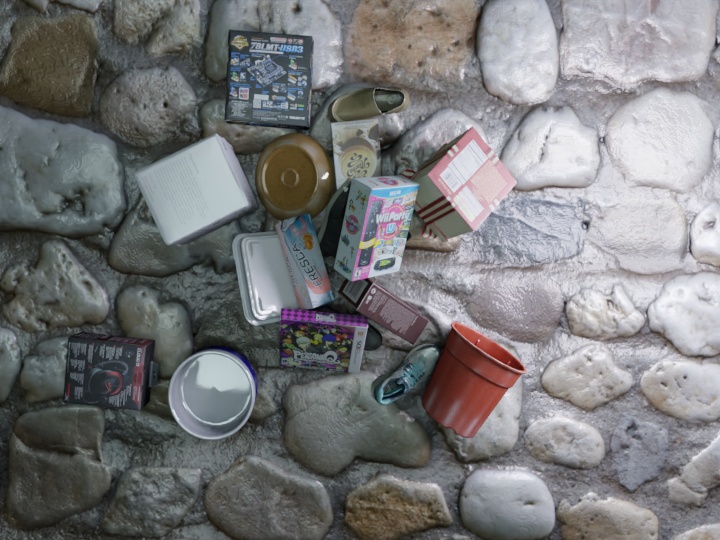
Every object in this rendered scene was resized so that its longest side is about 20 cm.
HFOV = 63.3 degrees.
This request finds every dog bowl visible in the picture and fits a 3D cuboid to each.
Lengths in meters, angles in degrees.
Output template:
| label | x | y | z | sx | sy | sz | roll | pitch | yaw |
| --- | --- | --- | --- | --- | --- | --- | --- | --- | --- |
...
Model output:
| label | x | y | z | sx | sy | sz | roll | pitch | yaw |
| --- | --- | --- | --- | --- | --- | --- | --- | --- | --- |
| dog bowl | -0.339 | 0.281 | 1.356 | 0.194 | 0.079 | 0.206 | 0 | 93 | -3 |

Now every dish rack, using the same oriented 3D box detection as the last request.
| label | x | y | z | sx | sy | sz | roll | pitch | yaw |
| --- | --- | --- | --- | --- | --- | --- | --- | --- | --- |
| dish rack | -0.192 | 0.010 | 1.308 | 0.169 | 0.043 | 0.206 | -7 | 85 | -43 |

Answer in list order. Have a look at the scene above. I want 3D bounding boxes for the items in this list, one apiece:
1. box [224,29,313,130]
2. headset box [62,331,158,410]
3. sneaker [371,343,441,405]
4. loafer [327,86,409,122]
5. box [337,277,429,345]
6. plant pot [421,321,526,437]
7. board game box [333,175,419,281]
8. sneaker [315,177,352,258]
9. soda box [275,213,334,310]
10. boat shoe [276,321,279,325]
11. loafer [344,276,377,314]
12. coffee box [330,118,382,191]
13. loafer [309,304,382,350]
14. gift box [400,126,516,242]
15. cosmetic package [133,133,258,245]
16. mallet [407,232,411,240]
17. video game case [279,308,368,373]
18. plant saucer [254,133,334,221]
| label | x | y | z | sx | sy | sz | roll | pitch | yaw |
| --- | --- | --- | --- | --- | --- | --- | --- | --- | --- |
| box | -0.207 | -0.434 | 1.334 | 0.194 | 0.050 | 0.205 | 3 | 93 | -3 |
| headset box | -0.565 | 0.231 | 1.342 | 0.194 | 0.075 | 0.153 | 6 | 94 | -3 |
| sneaker | 0.115 | 0.253 | 1.375 | 0.199 | 0.086 | 0.078 | -39 | 95 | 0 |
| loafer | 0.019 | -0.385 | 1.339 | 0.195 | 0.067 | 0.078 | -16 | 94 | -2 |
| box | 0.052 | 0.081 | 1.313 | 0.198 | 0.100 | 0.076 | 32 | 93 | -35 |
| plant pot | 0.245 | 0.256 | 1.340 | 0.198 | 0.201 | 0.198 | 29 | 100 | -4 |
| board game box | 0.034 | -0.091 | 1.224 | 0.145 | 0.064 | 0.205 | -12 | 123 | -42 |
| sneaker | -0.023 | -0.102 | 1.266 | 0.105 | 0.075 | 0.202 | 33 | 136 | 8 |
| soda box | -0.123 | -0.017 | 1.297 | 0.063 | 0.068 | 0.205 | -18 | 92 | -35 |
| boat shoe | -0.206 | 0.073 | 1.360 | 0.065 | 0.072 | 0.203 | -24 | 110 | 29 |
| loafer | 0.000 | 0.000 | 1.364 | 0.067 | 0.075 | 0.205 | 22 | 103 | 32 |
| coffee box | -0.007 | -0.234 | 1.341 | 0.110 | 0.080 | 0.206 | -6 | 94 | -2 |
| loafer | -0.038 | 0.138 | 1.367 | 0.196 | 0.072 | 0.074 | 22 | 91 | -5 |
| gift box | 0.196 | -0.180 | 1.300 | 0.199 | 0.186 | 0.186 | -40 | 97 | -15 |
| cosmetic package | -0.352 | -0.173 | 1.284 | 0.196 | 0.165 | 0.168 | -25 | 95 | 0 |
| mallet | 0.072 | -0.123 | 1.314 | 0.065 | 0.202 | 0.041 | -32 | 53 | -11 |
| video game case | -0.087 | 0.163 | 1.330 | 0.194 | 0.036 | 0.184 | 6 | 136 | -4 |
| plant saucer | -0.157 | -0.209 | 1.329 | 0.194 | 0.035 | 0.207 | 2 | 97 | 14 |
